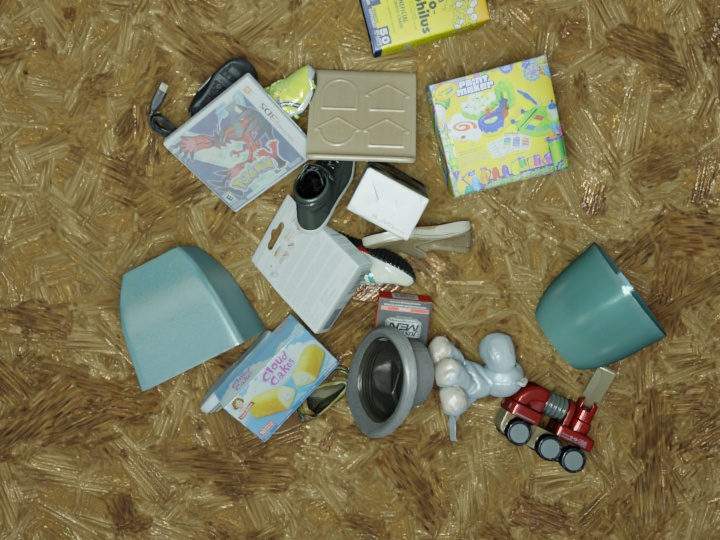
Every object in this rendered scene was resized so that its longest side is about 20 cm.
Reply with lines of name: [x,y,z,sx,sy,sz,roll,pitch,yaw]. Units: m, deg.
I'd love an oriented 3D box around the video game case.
video game case: [-0.205,-0.214,1.331,0.199,0.023,0.182,-32,123,22]

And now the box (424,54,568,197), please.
box: [0.231,-0.247,1.329,0.199,0.122,0.194,-13,100,4]

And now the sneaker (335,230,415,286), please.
sneaker: [-0.001,0.000,1.410,0.199,0.070,0.094,21,111,-1]

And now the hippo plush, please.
hippo plush: [0.218,0.199,1.391,0.160,0.159,0.201,-14,99,4]

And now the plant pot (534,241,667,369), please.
plant pot: [0.407,0.078,1.356,0.161,0.201,0.201,-39,98,18]

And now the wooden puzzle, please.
wooden puzzle: [0.003,-0.261,1.329,0.184,0.046,0.201,2,62,0]

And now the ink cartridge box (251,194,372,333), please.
ink cartridge box: [-0.092,-0.013,1.379,0.200,0.047,0.160,46,119,24]

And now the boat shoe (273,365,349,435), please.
boat shoe: [-0.105,0.248,1.450,0.200,0.068,0.072,-37,99,8]

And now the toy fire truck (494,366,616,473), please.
toy fire truck: [0.369,0.249,1.426,0.175,0.129,0.201,27,89,-4]

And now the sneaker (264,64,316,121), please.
sneaker: [-0.158,-0.284,1.332,0.200,0.076,0.076,-41,130,12]

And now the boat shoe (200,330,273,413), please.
boat shoe: [-0.216,0.201,1.443,0.062,0.072,0.200,43,97,-13]

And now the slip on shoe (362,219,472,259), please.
slip on shoe: [0.104,-0.050,1.387,0.199,0.076,0.061,-8,95,-11]

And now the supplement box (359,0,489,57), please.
supplement box: [0.103,-0.442,1.302,0.199,0.110,0.110,-15,100,3]

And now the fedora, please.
fedora: [0.063,0.191,1.351,0.090,0.177,0.201,2,125,-33]

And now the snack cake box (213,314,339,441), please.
snack cake box: [-0.151,0.194,1.402,0.200,0.067,0.115,-46,123,-5]

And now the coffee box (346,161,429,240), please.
coffee box: [0.047,-0.128,1.313,0.113,0.200,0.080,28,103,-5]

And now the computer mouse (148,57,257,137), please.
computer mouse: [-0.281,-0.304,1.351,0.140,0.046,0.200,28,108,-30]

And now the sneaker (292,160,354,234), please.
sneaker: [-0.058,-0.168,1.320,0.070,0.099,0.201,17,65,10]

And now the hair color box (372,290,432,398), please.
hair color box: [0.071,0.145,1.433,0.101,0.061,0.201,5,101,-1]

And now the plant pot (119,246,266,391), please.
plant pot: [-0.311,0.068,1.365,0.195,0.196,0.201,-25,90,5]
